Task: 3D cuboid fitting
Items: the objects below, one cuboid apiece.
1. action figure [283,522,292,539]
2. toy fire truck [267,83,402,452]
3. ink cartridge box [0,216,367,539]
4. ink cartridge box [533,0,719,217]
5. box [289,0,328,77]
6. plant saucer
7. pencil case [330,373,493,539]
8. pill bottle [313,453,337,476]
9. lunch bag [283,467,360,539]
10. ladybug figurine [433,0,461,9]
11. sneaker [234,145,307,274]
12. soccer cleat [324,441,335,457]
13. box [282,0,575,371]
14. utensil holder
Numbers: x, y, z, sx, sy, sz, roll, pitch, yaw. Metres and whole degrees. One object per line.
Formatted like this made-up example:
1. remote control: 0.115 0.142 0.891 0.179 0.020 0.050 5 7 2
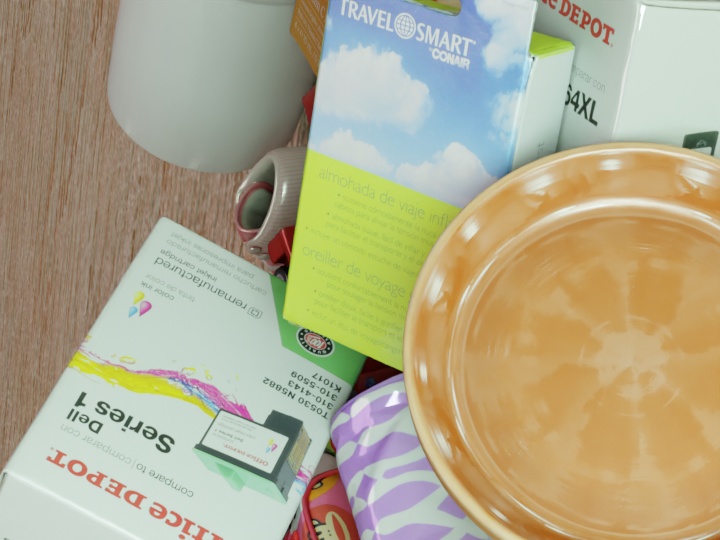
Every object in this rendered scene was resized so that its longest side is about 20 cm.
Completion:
1. action figure: -0.030 0.209 1.093 0.069 0.199 0.131 -119 32 -73
2. toy fire truck: 0.000 0.000 1.045 0.141 0.049 0.201 -41 64 58
3. ink cartridge box: -0.096 0.090 0.952 0.084 0.145 0.200 -59 3 48
4. ink cartridge box: 0.121 -0.059 0.880 0.146 0.084 0.201 -130 44 -58
5. box: 0.037 -0.202 1.074 0.125 0.097 0.200 -117 35 -49
6. plant saucer: 0.118 0.040 0.757 0.032 0.200 0.201 83 178 -67
7. pencil case: 0.047 0.149 0.892 0.085 0.084 0.200 -40 57 32
8. pill bottle: -0.040 0.233 1.186 0.110 0.109 0.201 19 125 67
9. lunch bag: 0.035 0.200 0.967 0.082 0.176 0.200 112 150 -41
10. ladybug figurine: 0.047 -0.116 0.969 0.136 0.072 0.200 84 -150 -50
11. sneaker: -0.053 -0.016 1.284 0.201 0.104 0.075 110 149 -41
12. soccer cleat: -0.025 0.126 1.267 0.200 0.081 0.068 22 124 44
13. box: 0.032 -0.051 0.856 0.122 0.048 0.201 22 115 31
14. utensil holder: -0.102 -0.197 1.324 0.200 0.169 0.170 112 149 -45
